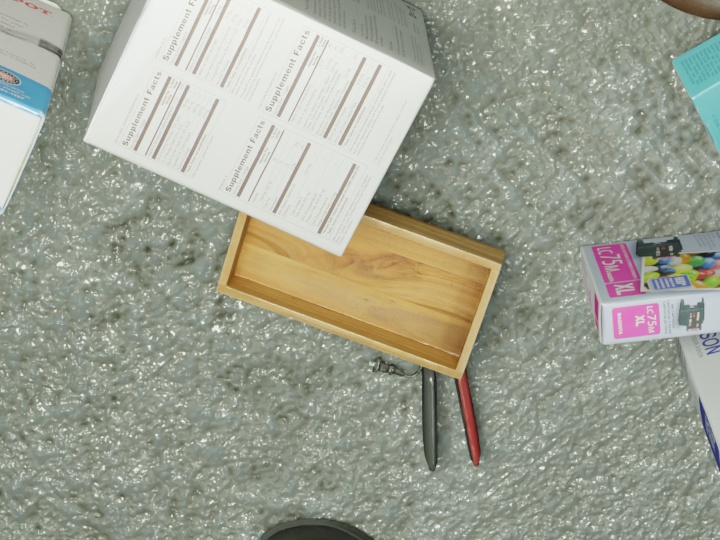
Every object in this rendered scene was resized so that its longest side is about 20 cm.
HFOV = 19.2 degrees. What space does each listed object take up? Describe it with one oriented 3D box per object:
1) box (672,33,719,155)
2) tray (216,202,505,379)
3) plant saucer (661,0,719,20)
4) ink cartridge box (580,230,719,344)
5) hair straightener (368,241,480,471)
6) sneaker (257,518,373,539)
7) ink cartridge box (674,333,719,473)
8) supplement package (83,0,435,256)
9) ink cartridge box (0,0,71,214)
[{"bbox_3d":[0.335,-0.162,1.552,0.199,0.049,0.082,-29,132,10],"label":"box"},{"bbox_3d":[0.000,0.000,1.606,0.198,0.037,0.099,20,112,2],"label":"tray"},{"bbox_3d":[0.275,-0.272,1.523,0.198,0.037,0.202,-1,113,-1],"label":"plant saucer"},{"bbox_3d":[0.270,0.007,1.596,0.198,0.120,0.042,-4,112,0],"label":"ink cartridge box"},{"bbox_3d":[0.044,0.065,1.654,0.076,0.041,0.202,-9,113,1],"label":"hair straightener"},{"bbox_3d":[0.005,0.264,1.716,0.198,0.082,0.074,23,112,-11],"label":"sneaker"},{"bbox_3d":[0.347,0.078,1.588,0.198,0.197,0.044,-13,115,3],"label":"ink cartridge box"},{"bbox_3d":[-0.071,-0.139,1.500,0.199,0.152,0.152,24,111,-12],"label":"supplement package"},{"bbox_3d":[-0.287,-0.137,1.466,0.144,0.200,0.084,22,113,-12],"label":"ink cartridge box"}]
